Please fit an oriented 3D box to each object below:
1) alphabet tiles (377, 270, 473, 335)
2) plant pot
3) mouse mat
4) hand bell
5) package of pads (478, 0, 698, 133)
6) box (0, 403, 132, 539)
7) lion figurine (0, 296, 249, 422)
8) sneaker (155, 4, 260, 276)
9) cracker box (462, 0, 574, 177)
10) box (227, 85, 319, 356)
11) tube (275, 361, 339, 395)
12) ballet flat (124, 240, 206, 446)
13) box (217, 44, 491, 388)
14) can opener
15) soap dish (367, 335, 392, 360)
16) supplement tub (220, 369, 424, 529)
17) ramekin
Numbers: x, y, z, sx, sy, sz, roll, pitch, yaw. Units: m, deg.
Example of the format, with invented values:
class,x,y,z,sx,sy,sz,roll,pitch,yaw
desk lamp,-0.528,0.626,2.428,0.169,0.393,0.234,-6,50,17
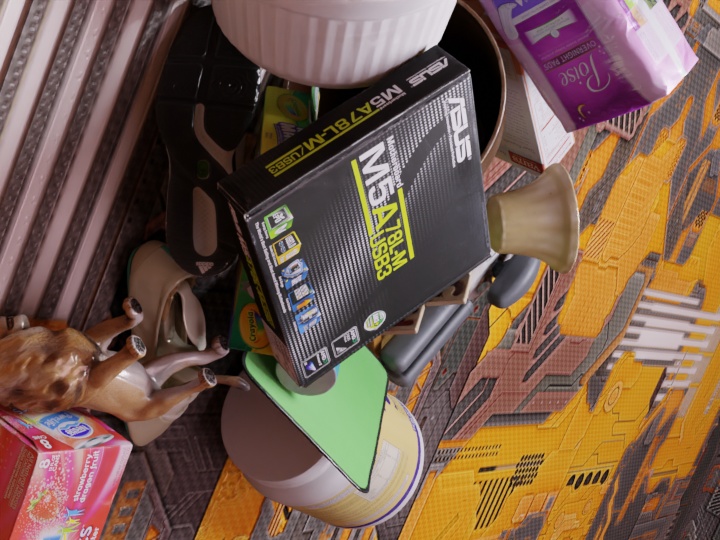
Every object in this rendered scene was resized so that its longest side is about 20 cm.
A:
class,x,y,z,sx,sy,sz,roll,pitch,yaw
alphabet tiles,0.000,0.000,1.069,0.167,0.198,0.006,-69,149,-50
plant pot,0.049,-0.132,1.123,0.188,0.186,0.200,-63,165,2
mouse mat,-0.034,0.087,1.117,0.008,0.161,0.200,-35,-163,23
hand bell,0.092,-0.040,1.186,0.198,0.104,0.105,-5,127,-11
package of pads,0.169,-0.217,1.037,0.076,0.120,0.201,-45,106,-35
box,-0.264,0.199,0.957,0.099,0.095,0.201,6,109,-57
lion figurine,-0.183,0.081,0.957,0.122,0.073,0.200,-32,141,19
sneaker,-0.121,-0.097,0.987,0.115,0.075,0.202,180,-86,-82
cracker box,0.123,-0.186,1.207,0.058,0.133,0.200,-51,148,-17
box,-0.065,-0.049,0.983,0.118,0.048,0.201,-92,-165,-57
tube,-0.031,0.018,1.102,0.201,0.077,0.051,-78,148,-47
ballet flat,-0.157,0.070,1.042,0.069,0.069,0.201,-32,138,-41
box,0.005,-0.034,0.930,0.192,0.048,0.201,-32,141,-16
can opener,0.103,0.038,1.259,0.200,0.067,0.054,-48,146,-22
soap dish,0.038,-0.006,1.272,0.200,0.081,0.158,-39,143,-33
supplement tub,-0.035,0.163,1.232,0.146,0.145,0.200,-59,150,-6
ramekin,-0.019,-0.216,0.916,0.202,0.202,0.095,-38,153,-35
